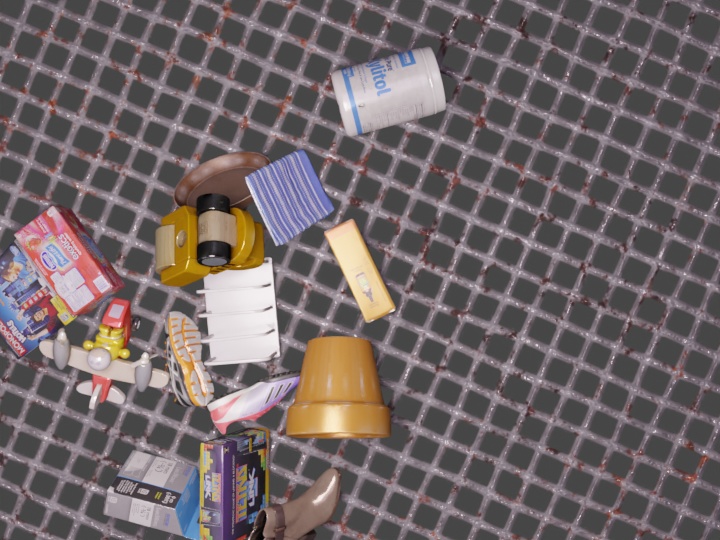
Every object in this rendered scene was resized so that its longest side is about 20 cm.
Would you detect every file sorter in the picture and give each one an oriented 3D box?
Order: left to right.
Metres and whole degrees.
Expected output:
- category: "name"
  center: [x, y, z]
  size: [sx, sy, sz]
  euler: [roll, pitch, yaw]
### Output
- category: "file sorter"
  center: [-0.241, 0.081, 1.632]
  size: [0.139, 0.125, 0.200]
  euler: [-5, 92, 2]

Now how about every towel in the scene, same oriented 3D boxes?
- category: "towel"
  center: [-0.130, -0.144, 1.599]
  size: [0.024, 0.200, 0.145]
  euler: [-19, 102, 34]

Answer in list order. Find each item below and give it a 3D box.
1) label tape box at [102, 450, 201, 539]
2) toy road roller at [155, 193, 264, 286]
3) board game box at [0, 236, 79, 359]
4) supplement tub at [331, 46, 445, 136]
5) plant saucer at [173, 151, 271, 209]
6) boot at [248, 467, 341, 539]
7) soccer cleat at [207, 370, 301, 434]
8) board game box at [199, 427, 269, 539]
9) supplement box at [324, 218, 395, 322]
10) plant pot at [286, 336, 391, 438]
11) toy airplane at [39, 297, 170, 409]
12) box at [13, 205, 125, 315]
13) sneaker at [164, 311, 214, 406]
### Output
- category: "label tape box"
  center: [-0.377, 0.437, 1.634]
  size: [0.200, 0.144, 0.063]
  euler: [15, 111, 0]
- category: "toy road roller"
  center: [-0.265, -0.045, 1.517]
  size: [0.200, 0.146, 0.123]
  euler: [-19, 67, 39]
- category: "board game box"
  center: [-0.694, 0.067, 1.677]
  size: [0.200, 0.062, 0.200]
  euler: [-36, 91, 3]
- category: "supplement tub"
  center: [0.053, -0.346, 1.621]
  size: [0.200, 0.132, 0.132]
  euler: [-16, 91, 1]
- category: "plant saucer"
  center: [-0.262, -0.162, 1.620]
  size: [0.200, 0.200, 0.035]
  euler: [-16, 127, 1]
- category: "boot"
  center: [-0.132, 0.474, 1.638]
  size: [0.146, 0.070, 0.200]
  euler: [15, 100, -42]
- category: "soccer cleat"
  center: [-0.199, 0.256, 1.657]
  size: [0.200, 0.068, 0.073]
  euler: [-20, 86, -14]
- category: "board game box"
  center: [-0.241, 0.418, 1.623]
  size: [0.057, 0.165, 0.200]
  euler: [1, 92, 24]
- category: "supplement box"
  center: [0.000, 0.000, 1.662]
  size: [0.067, 0.069, 0.200]
  euler: [-25, 89, 2]
- category: "plant pot"
  center: [-0.041, 0.227, 1.615]
  size: [0.200, 0.200, 0.183]
  euler: [0, 76, 1]
- category: "toy airplane"
  center: [-0.502, 0.178, 1.636]
  size: [0.200, 0.141, 0.199]
  euler: [-29, 92, 0]
- category: "box"
  center: [-0.571, -0.020, 1.655]
  size: [0.100, 0.095, 0.200]
  euler: [-36, 90, 1]
- category: "sneaker"
  center: [-0.359, 0.180, 1.671]
  size: [0.077, 0.078, 0.200]
  euler: [-21, 79, 32]
